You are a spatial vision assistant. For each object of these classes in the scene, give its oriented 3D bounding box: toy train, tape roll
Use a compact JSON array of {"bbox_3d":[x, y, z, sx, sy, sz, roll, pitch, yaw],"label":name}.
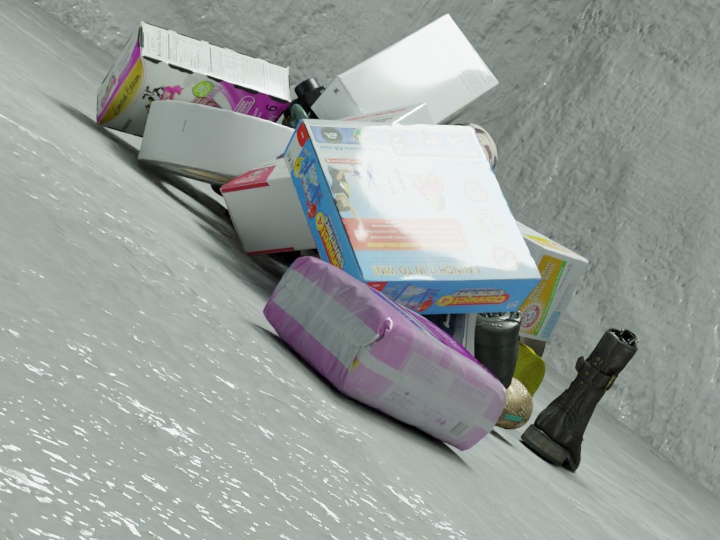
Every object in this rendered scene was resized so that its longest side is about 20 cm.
[{"bbox_3d":[-0.028,-0.137,1.782,0.200,0.085,0.114,61,-17,7],"label":"toy train"},{"bbox_3d":[-0.151,-0.136,1.674,0.202,0.071,0.202,14,-2,0],"label":"tape roll"}]

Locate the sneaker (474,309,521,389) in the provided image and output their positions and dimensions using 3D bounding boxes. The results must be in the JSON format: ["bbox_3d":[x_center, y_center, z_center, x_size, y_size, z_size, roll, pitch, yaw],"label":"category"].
[{"bbox_3d":[0.129,0.066,1.554,0.076,0.091,0.200,-3,16,2],"label":"sneaker"}]

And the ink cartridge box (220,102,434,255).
[{"bbox_3d":[-0.024,-0.098,1.553,0.145,0.200,0.084,-5,-68,44],"label":"ink cartridge box"}]

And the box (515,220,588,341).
[{"bbox_3d":[0.148,-0.011,1.717,0.200,0.113,0.101,32,12,40],"label":"box"}]

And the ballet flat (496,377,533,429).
[{"bbox_3d":[0.102,0.103,1.595,0.200,0.071,0.065,34,16,31],"label":"ballet flat"}]

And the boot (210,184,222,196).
[{"bbox_3d":[-0.093,-0.088,1.878,0.200,0.070,0.146,14,-2,-45],"label":"boot"}]

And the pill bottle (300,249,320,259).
[{"bbox_3d":[0.000,0.000,1.564,0.111,0.111,0.200,35,4,-14],"label":"pill bottle"}]

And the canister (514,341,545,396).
[{"bbox_3d":[0.105,0.079,1.747,0.200,0.087,0.148,37,6,40],"label":"canister"}]

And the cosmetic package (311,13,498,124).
[{"bbox_3d":[0.054,-0.208,1.732,0.113,0.200,0.081,55,-33,3],"label":"cosmetic package"}]

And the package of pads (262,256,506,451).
[{"bbox_3d":[0.024,0.069,1.186,0.120,0.076,0.200,42,7,40],"label":"package of pads"}]

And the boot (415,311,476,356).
[{"bbox_3d":[0.063,0.032,1.413,0.090,0.073,0.200,31,43,-35],"label":"boot"}]

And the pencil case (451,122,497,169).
[{"bbox_3d":[0.109,-0.132,1.706,0.089,0.078,0.200,36,13,5],"label":"pencil case"}]

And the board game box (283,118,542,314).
[{"bbox_3d":[0.048,-0.052,1.402,0.200,0.056,0.196,0,53,-29],"label":"board game box"}]

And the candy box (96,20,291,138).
[{"bbox_3d":[-0.202,-0.210,1.765,0.200,0.136,0.061,14,50,-27],"label":"candy box"}]

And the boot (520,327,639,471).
[{"bbox_3d":[0.271,0.146,1.712,0.069,0.174,0.200,37,4,16],"label":"boot"}]

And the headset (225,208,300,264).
[{"bbox_3d":[-0.069,-0.052,1.741,0.200,0.094,0.123,24,-3,35],"label":"headset"}]

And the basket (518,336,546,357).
[{"bbox_3d":[0.172,0.078,1.955,0.136,0.181,0.200,-3,2,14],"label":"basket"}]
